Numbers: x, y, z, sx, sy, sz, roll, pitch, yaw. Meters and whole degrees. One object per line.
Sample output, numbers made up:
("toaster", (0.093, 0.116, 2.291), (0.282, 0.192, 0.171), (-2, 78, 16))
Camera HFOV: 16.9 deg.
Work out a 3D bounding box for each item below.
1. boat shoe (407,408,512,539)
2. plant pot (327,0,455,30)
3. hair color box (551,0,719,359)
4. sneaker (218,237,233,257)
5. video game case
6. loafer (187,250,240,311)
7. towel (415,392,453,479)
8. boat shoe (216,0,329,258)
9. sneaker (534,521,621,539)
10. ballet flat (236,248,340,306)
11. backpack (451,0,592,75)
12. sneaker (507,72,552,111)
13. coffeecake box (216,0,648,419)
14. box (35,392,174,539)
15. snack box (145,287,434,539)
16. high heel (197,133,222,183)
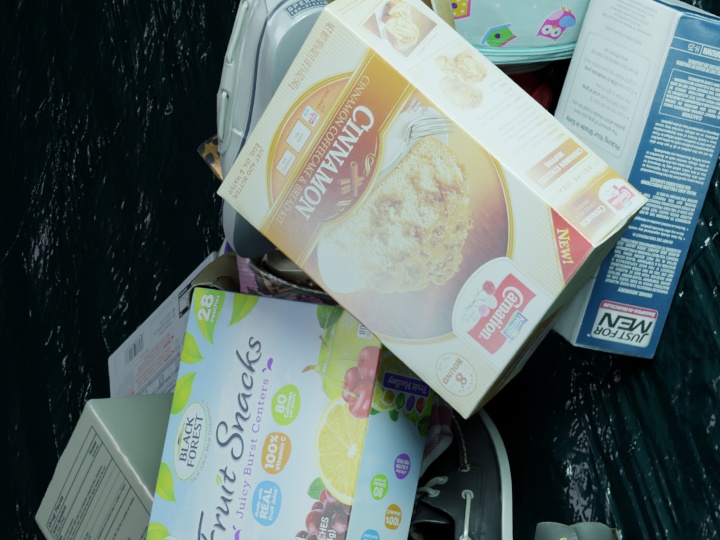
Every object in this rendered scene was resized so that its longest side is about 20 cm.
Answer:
("boat shoe", (0.057, 0.166, 1.521), (0.074, 0.060, 0.201), (128, 143, -48))
("plant pot", (0.002, -0.162, 1.456), (0.200, 0.027, 0.201), (43, 145, 40))
("hair color box", (0.155, -0.061, 1.421), (0.100, 0.060, 0.202), (38, 114, 60))
("sneaker", (-0.039, -0.034, 1.755), (0.146, 0.080, 0.202), (-26, 52, 62))
("video game case", (-0.137, 0.112, 1.925), (0.200, 0.045, 0.183), (-42, 45, 49))
("loafer", (-0.074, 0.084, 1.722), (0.076, 0.067, 0.201), (-33, 78, 33))
("towel", (0.024, 0.091, 1.596), (0.147, 0.030, 0.201), (-55, 20, 36))
("boat shoe", (-0.061, -0.098, 1.514), (0.066, 0.072, 0.201), (48, 146, 34))
("sneaker", (0.138, 0.196, 1.341), (0.200, 0.074, 0.107), (0, 82, 63))
("ballet flat", (0.000, 0.000, 1.567), (0.199, 0.072, 0.069), (1, 38, 33))
("backpack", (0.077, -0.205, 1.508), (0.200, 0.174, 0.154), (-120, 32, -50))
("sneaker", (0.075, -0.083, 1.505), (0.200, 0.078, 0.116), (110, 178, -79))
("coffeecake box", (0.038, -0.042, 1.374), (0.200, 0.073, 0.154), (42, 129, 10))
("box", (-0.132, 0.202, 1.758), (0.200, 0.108, 0.128), (53, 129, 34))
("snack box", (-0.045, 0.121, 1.514), (0.168, 0.067, 0.202), (8, 84, 41))
("high heel", (-0.064, -0.002, 1.681), (0.071, 0.141, 0.202), (53, -131, -70))
